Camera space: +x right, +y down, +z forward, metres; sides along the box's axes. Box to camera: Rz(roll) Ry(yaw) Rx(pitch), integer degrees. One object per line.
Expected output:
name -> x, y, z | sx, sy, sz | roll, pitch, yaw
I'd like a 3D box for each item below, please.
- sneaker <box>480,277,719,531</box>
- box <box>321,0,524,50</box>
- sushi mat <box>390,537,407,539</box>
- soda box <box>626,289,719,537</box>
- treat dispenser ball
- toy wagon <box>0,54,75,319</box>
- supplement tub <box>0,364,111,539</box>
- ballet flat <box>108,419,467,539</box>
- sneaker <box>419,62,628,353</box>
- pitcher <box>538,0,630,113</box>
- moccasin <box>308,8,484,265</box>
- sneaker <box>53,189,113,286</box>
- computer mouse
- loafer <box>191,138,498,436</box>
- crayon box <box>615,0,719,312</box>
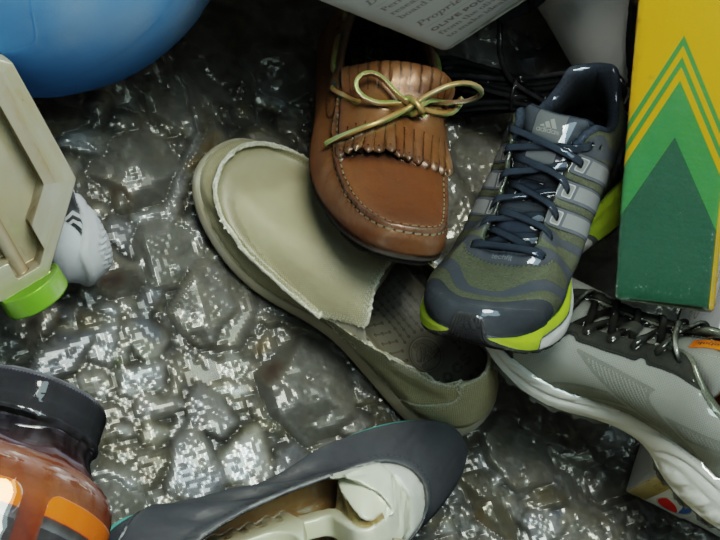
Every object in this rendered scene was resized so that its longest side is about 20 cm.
sneaker -> 0.141, 0.044, 0.973 | 0.200, 0.080, 0.074 | 34, 45, 15
box -> 0.038, -0.247, 0.920 | 0.171, 0.200, 0.200 | 12, 53, -54
sushi mat -> 0.100, 0.183, 0.970 | 0.199, 0.012, 0.096 | 12, 53, -35
soda box -> 0.209, 0.037, 1.074 | 0.063, 0.068, 0.201 | 25, 65, -9
treat dispenser ball -> -0.158, -0.185, 0.962 | 0.200, 0.201, 0.202 | 6, 69, -16
toy wagon -> -0.231, -0.021, 0.893 | 0.199, 0.040, 0.156 | -31, 113, -10
supplement tub -> -0.174, 0.146, 0.889 | 0.107, 0.107, 0.201 | 20, 66, -10
ballet flat -> -0.026, 0.128, 0.962 | 0.199, 0.073, 0.073 | -15, 76, -20
sneaker -> 0.080, -0.033, 0.954 | 0.074, 0.081, 0.200 | 12, 37, 16
pitcher -> 0.172, -0.166, 1.113 | 0.200, 0.121, 0.172 | 40, 62, 12
moccasin -> 0.017, -0.081, 1.008 | 0.073, 0.078, 0.202 | 15, 39, -11
sneaker -> -0.223, -0.031, 0.959 | 0.200, 0.075, 0.115 | 38, 74, -9
computer mouse -> 0.087, -0.168, 1.030 | 0.046, 0.140, 0.201 | -22, 120, -54
loafer -> 0.000, 0.000, 1.019 | 0.200, 0.068, 0.076 | 41, 64, 0
crayon box -> 0.164, -0.097, 0.973 | 0.051, 0.201, 0.126 | 8, 21, 13
